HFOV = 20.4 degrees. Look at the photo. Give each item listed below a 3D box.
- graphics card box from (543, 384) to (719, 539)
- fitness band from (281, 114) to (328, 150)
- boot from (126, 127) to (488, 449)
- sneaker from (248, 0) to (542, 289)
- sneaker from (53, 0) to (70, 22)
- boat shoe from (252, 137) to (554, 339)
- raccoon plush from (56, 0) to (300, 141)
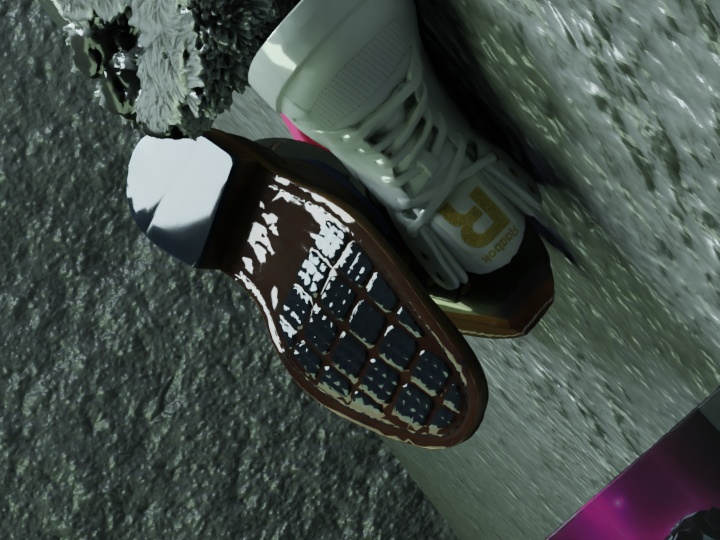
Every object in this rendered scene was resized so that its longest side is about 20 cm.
[{"bbox_3d":[0.106,0.143,0.704,0.126,0.200,0.051,50,175,16],"label":"graphics card box"},{"bbox_3d":[0.019,-0.038,1.054,0.144,0.037,0.200,47,174,31],"label":"fitness band"},{"bbox_3d":[0.000,0.000,0.830,0.200,0.075,0.097,41,-155,30],"label":"boot"},{"bbox_3d":[0.024,-0.053,0.776,0.116,0.074,0.200,47,-177,8],"label":"sneaker"},{"bbox_3d":[-0.167,-0.205,1.282,0.080,0.076,0.200,27,160,52],"label":"sneaker"},{"bbox_3d":[0.011,-0.007,0.942,0.200,0.076,0.074,22,146,42],"label":"boat shoe"},{"bbox_3d":[-0.029,-0.126,0.797,0.200,0.134,0.097,-30,88,51],"label":"raccoon plush"}]
